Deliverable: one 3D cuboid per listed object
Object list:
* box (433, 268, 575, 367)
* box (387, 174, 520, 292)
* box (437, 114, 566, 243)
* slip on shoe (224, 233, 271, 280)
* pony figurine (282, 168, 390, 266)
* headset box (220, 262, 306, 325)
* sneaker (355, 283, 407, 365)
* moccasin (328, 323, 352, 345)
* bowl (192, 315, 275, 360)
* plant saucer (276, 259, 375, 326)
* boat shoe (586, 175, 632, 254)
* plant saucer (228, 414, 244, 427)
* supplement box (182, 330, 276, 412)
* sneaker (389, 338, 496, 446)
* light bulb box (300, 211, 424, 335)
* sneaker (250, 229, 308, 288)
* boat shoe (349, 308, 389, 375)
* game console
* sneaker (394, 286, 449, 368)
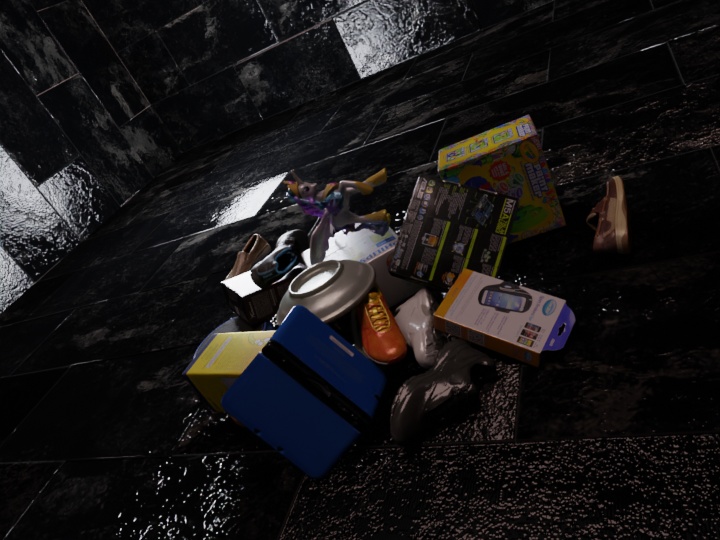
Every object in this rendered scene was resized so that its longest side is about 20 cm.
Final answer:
[{"bbox_3d":[0.232,0.074,0.897,0.200,0.042,0.119,21,52,27],"label":"box"},{"bbox_3d":[0.170,-0.060,1.031,0.193,0.048,0.200,16,80,12],"label":"box"},{"bbox_3d":[0.280,-0.168,1.124,0.192,0.200,0.122,-19,27,19],"label":"box"},{"bbox_3d":[-0.331,-0.026,1.604,0.076,0.061,0.200,-2,39,41],"label":"slip on shoe"},{"bbox_3d":[-0.044,-0.113,1.120,0.199,0.193,0.167,-1,37,10],"label":"pony figurine"},{"bbox_3d":[-0.205,0.039,1.326,0.200,0.075,0.149,-23,24,-25],"label":"headset box"},{"bbox_3d":[0.024,0.085,0.955,0.073,0.077,0.200,-21,34,-6],"label":"sneaker"},{"bbox_3d":[-0.079,0.129,1.087,0.068,0.080,0.200,-52,17,-1],"label":"moccasin"},{"bbox_3d":[-0.287,0.170,1.266,0.200,0.039,0.201,-22,29,13],"label":"bowl"},{"bbox_3d":[-0.071,0.030,1.007,0.200,0.050,0.200,-24,23,11],"label":"plant saucer"},{"bbox_3d":[0.442,-0.099,1.010,0.072,0.072,0.200,-10,40,29],"label":"boat shoe"},{"bbox_3d":[-0.175,0.216,1.098,0.200,0.032,0.200,-23,29,13],"label":"plant saucer"},{"bbox_3d":[-0.201,0.185,1.024,0.200,0.109,0.110,-6,36,34],"label":"supplement box"},{"bbox_3d":[0.124,0.184,0.837,0.200,0.076,0.091,-44,38,-22],"label":"sneaker"},{"bbox_3d":[0.000,0.000,1.190,0.198,0.125,0.200,-30,29,-2],"label":"light bulb box"},{"bbox_3d":[-0.160,-0.031,1.257,0.082,0.073,0.200,-22,23,38],"label":"sneaker"},{"bbox_3d":[0.020,0.131,1.025,0.066,0.072,0.201,-15,32,8],"label":"boat shoe"},{"bbox_3d":[-0.082,0.186,0.884,0.118,0.200,0.171,-45,8,35],"label":"game console"},{"bbox_3d":[0.098,0.114,0.986,0.099,0.078,0.200,-30,20,17],"label":"sneaker"}]
